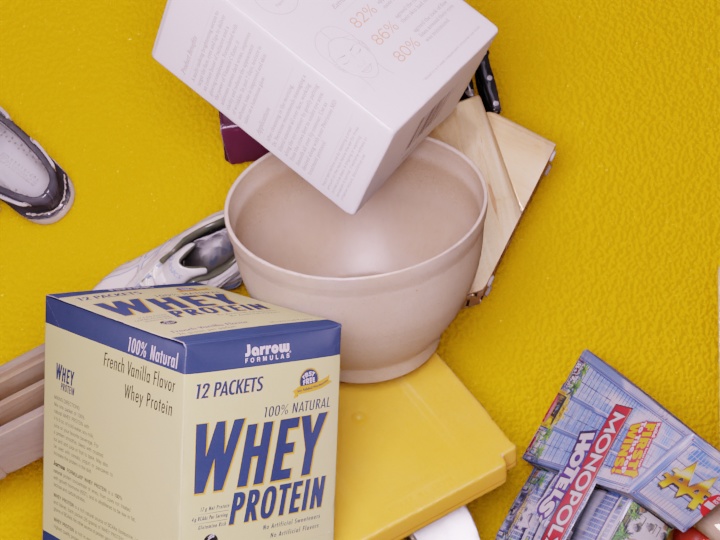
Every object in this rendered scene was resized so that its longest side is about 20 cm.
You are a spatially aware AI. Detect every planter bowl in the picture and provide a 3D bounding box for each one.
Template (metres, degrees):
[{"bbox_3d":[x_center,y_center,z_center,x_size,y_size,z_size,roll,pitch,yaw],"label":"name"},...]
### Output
[{"bbox_3d":[0.000,0.000,1.353,0.198,0.136,0.201,-3,36,2],"label":"planter bowl"}]

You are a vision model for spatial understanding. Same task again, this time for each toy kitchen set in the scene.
[{"bbox_3d":[-0.323,0.041,1.367,0.179,0.200,0.164,-26,37,11],"label":"toy kitchen set"}]

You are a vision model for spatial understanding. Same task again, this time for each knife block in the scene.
[{"bbox_3d":[0.064,-0.093,1.448,0.175,0.064,0.201,26,80,7],"label":"knife block"}]

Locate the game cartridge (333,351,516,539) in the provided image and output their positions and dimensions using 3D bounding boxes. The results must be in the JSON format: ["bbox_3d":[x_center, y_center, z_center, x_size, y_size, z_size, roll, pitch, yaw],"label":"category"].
[{"bbox_3d":[0.000,0.124,1.355,0.175,0.033,0.200,-25,50,-19],"label":"game cartridge"}]

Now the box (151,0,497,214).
[{"bbox_3d":[-0.028,-0.171,1.313,0.200,0.107,0.152,39,52,8],"label":"box"}]

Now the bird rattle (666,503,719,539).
[{"bbox_3d":[0.280,0.223,1.320,0.163,0.200,0.113,35,79,32],"label":"bird rattle"}]

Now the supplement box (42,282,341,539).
[{"bbox_3d":[-0.126,0.125,1.267,0.134,0.199,0.202,-5,102,-38],"label":"supplement box"}]

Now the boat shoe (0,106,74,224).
[{"bbox_3d":[-0.326,-0.112,1.461,0.200,0.060,0.074,40,82,9],"label":"boat shoe"}]

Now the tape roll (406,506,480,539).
[{"bbox_3d":[-0.003,0.239,1.375,0.201,0.071,0.204,0,78,1],"label":"tape roll"}]

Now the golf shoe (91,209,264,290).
[{"bbox_3d":[-0.159,0.007,1.415,0.199,0.097,0.079,-36,81,-5],"label":"golf shoe"}]

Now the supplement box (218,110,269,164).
[{"bbox_3d":[-0.058,-0.201,1.453,0.130,0.103,0.202,-5,78,-1],"label":"supplement box"}]

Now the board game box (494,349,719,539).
[{"bbox_3d":[0.190,0.168,1.320,0.062,0.200,0.201,35,79,-20],"label":"board game box"}]

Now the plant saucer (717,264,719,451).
[{"bbox_3d":[0.384,0.095,1.410,0.198,0.048,0.202,2,77,2],"label":"plant saucer"}]
